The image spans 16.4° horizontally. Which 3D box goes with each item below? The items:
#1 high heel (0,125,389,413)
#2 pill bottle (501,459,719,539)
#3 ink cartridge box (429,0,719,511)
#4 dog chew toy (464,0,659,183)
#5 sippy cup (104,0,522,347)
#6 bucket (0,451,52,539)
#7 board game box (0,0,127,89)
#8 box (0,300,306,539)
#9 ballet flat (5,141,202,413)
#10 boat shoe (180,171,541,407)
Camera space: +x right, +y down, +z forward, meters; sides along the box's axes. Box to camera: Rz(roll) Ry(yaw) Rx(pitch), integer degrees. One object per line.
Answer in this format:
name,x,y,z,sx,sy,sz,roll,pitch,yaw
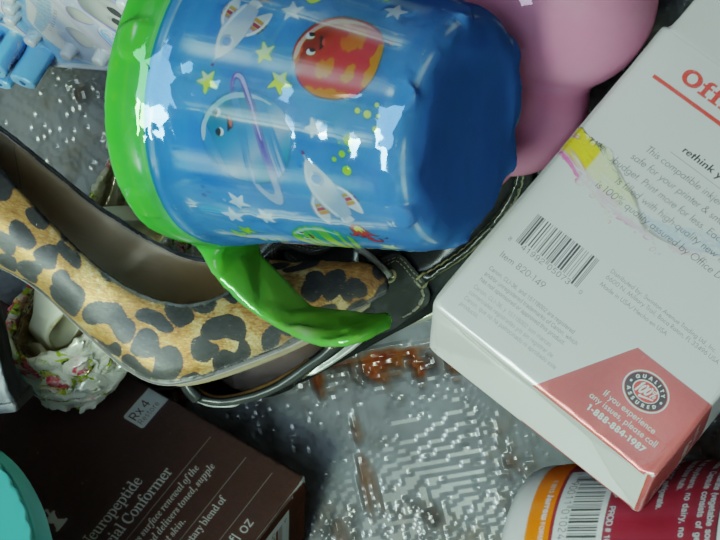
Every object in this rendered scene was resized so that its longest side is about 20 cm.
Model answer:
high heel,-0.096,-0.023,1.072,0.199,0.071,0.143,-12,103,5
pill bottle,0.168,0.136,1.058,0.199,0.113,0.114,-3,98,24
ink cartridge box,0.134,-0.016,1.042,0.116,0.068,0.200,38,76,12
dog chew toy,0.077,-0.131,1.044,0.124,0.124,0.201,23,108,18
sippy cup,-0.011,-0.066,0.991,0.130,0.178,0.140,14,62,31
bucket,-0.220,0.162,1.068,0.206,0.207,0.135,28,147,17
board game box,-0.157,-0.141,1.085,0.199,0.200,0.026,9,62,46
box,-0.133,0.101,1.181,0.199,0.100,0.075,27,145,17
ballet flat,-0.100,-0.027,1.139,0.075,0.064,0.201,27,89,32
boat shoe,0.000,0.000,1.133,0.200,0.068,0.072,-35,84,21
